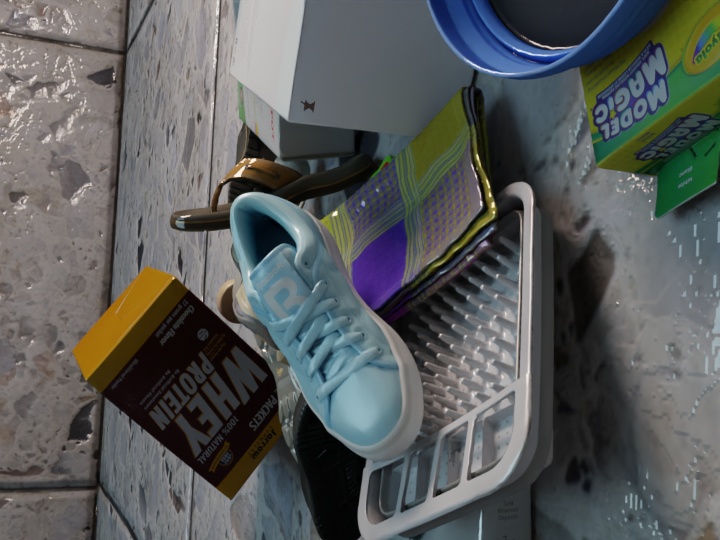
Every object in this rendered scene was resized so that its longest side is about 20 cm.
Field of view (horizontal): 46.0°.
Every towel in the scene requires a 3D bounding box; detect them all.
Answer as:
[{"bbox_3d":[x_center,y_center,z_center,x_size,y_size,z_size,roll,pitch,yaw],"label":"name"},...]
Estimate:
[{"bbox_3d":[0.023,-0.030,0.603,0.199,0.023,0.146,-39,38,37],"label":"towel"}]

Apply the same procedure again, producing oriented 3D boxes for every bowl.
[{"bbox_3d":[0.096,-0.199,0.425,0.199,0.039,0.206,12,104,60],"label":"bowl"}]

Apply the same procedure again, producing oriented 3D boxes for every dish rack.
[{"bbox_3d":[0.066,0.062,0.528,0.172,0.043,0.203,-43,30,48],"label":"dish rack"}]

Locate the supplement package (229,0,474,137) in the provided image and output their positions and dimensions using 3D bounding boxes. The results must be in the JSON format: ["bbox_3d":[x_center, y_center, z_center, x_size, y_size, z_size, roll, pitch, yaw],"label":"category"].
[{"bbox_3d":[-0.004,-0.225,0.679,0.200,0.144,0.195,-134,51,-60],"label":"supplement package"}]

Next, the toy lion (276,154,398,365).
[{"bbox_3d":[0.000,0.000,0.724,0.200,0.067,0.196,175,114,-73],"label":"toy lion"}]

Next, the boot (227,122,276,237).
[{"bbox_3d":[-0.133,-0.116,1.077,0.138,0.076,0.204,147,137,-67],"label":"boot"}]

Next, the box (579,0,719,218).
[{"bbox_3d":[0.155,-0.139,0.419,0.117,0.047,0.204,139,129,-59],"label":"box"}]

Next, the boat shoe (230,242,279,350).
[{"bbox_3d":[-0.067,-0.006,0.758,0.073,0.074,0.201,-46,26,15],"label":"boat shoe"}]

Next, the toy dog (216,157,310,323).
[{"bbox_3d":[-0.081,-0.016,0.934,0.202,0.095,0.132,-61,28,17],"label":"toy dog"}]

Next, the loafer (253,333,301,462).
[{"bbox_3d":[-0.049,0.111,0.837,0.070,0.069,0.204,-27,77,49],"label":"loafer"}]

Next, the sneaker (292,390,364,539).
[{"bbox_3d":[-0.027,0.130,0.661,0.105,0.059,0.203,-114,18,-56],"label":"sneaker"}]

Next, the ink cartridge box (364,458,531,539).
[{"bbox_3d":[0.054,0.114,0.620,0.199,0.043,0.178,169,103,-66],"label":"ink cartridge box"}]

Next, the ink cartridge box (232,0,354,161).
[{"bbox_3d":[-0.072,-0.211,0.886,0.200,0.086,0.148,-130,37,-62],"label":"ink cartridge box"}]

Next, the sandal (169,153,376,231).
[{"bbox_3d":[-0.080,-0.081,0.770,0.082,0.196,0.056,-153,44,-75],"label":"sandal"}]

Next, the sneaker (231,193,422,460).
[{"bbox_3d":[-0.035,0.030,0.531,0.074,0.082,0.201,-45,52,13],"label":"sneaker"}]

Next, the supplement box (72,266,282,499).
[{"bbox_3d":[-0.197,0.118,0.955,0.133,0.200,0.197,-50,20,-13],"label":"supplement box"}]
